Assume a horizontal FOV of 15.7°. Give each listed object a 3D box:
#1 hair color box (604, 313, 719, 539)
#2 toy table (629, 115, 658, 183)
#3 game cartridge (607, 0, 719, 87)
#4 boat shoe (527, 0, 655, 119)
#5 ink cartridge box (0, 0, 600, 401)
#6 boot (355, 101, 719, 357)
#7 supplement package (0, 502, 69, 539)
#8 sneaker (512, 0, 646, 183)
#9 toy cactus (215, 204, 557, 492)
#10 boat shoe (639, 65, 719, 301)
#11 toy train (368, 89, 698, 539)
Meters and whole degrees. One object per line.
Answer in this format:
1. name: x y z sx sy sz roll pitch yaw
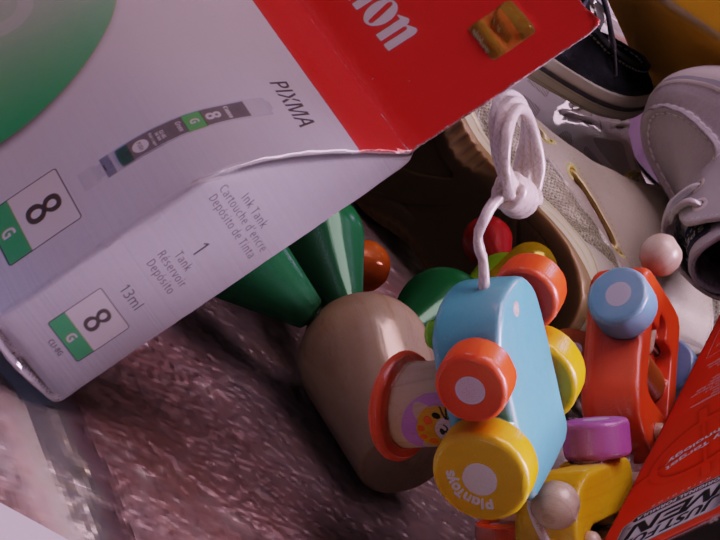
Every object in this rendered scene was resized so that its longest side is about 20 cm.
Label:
1. hair color box: 0.149 0.079 0.870 0.102 0.061 0.200 56 30 -9
2. toy table: 0.225 -0.099 1.429 0.183 0.117 0.200 33 21 -4
3. game cartridge: 0.192 -0.048 1.141 0.200 0.032 0.177 41 -14 49
4. boat shoe: 0.073 -0.118 1.112 0.200 0.062 0.075 27 9 -48
5. ink cartridge box: -0.048 -0.072 0.813 0.050 0.199 0.161 54 1 -44
6. boot: 0.071 -0.036 1.102 0.154 0.072 0.200 9 37 -50
7. supplement package: -0.052 0.153 0.348 0.190 0.148 0.200 30 20 -14
8. sneaker: 0.096 -0.104 1.230 0.075 0.116 0.201 14 28 -45
9. toy cactus: 0.000 0.000 0.895 0.199 0.102 0.166 29 28 -41
10. boat shoe: 0.158 -0.013 1.037 0.068 0.072 0.200 -15 46 -23
11. toy train: 0.056 0.033 0.845 0.200 0.055 0.151 45 45 -56
